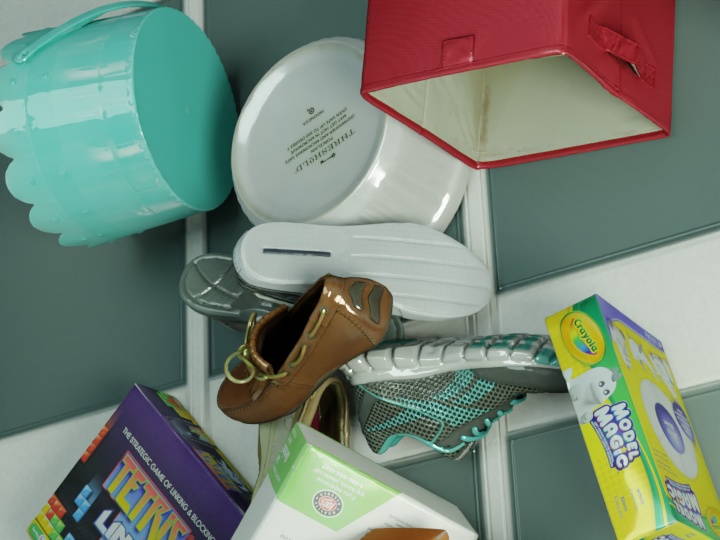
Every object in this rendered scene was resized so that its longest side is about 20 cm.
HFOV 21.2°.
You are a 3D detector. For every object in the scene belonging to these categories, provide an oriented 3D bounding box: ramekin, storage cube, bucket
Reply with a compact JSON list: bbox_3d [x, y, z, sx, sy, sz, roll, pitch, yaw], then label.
[{"bbox_3d":[-0.016,-0.096,1.551,0.202,0.094,0.203,-14,65,33],"label":"ramekin"},{"bbox_3d":[0.120,-0.197,1.437,0.200,0.171,0.180,-7,69,35],"label":"storage cube"},{"bbox_3d":[-0.203,-0.126,1.640,0.135,0.207,0.208,-11,67,24],"label":"bucket"}]

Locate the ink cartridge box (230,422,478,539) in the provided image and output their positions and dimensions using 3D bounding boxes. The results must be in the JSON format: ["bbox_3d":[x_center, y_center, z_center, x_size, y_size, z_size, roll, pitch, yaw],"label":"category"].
[{"bbox_3d":[-0.030,0.235,1.395,0.200,0.145,0.084,-60,10,3],"label":"ink cartridge box"}]

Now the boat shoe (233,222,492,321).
[{"bbox_3d":[0.000,0.000,1.481,0.200,0.071,0.072,10,74,-7],"label":"boat shoe"}]

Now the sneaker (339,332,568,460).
[{"bbox_3d":[0.082,0.095,1.433,0.200,0.078,0.091,-5,96,30],"label":"sneaker"}]

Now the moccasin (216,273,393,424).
[{"bbox_3d":[-0.057,0.059,1.443,0.201,0.078,0.074,-33,40,53],"label":"moccasin"}]

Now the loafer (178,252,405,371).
[{"bbox_3d":[-0.049,0.037,1.552,0.200,0.063,0.072,18,70,22],"label":"loafer"}]

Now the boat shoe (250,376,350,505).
[{"bbox_3d":[-0.040,0.173,1.482,0.066,0.074,0.200,-21,62,36],"label":"boat shoe"}]

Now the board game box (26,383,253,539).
[{"bbox_3d":[-0.168,0.218,1.574,0.165,0.057,0.200,-54,51,10],"label":"board game box"}]

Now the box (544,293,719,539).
[{"bbox_3d":[0.193,0.124,1.295,0.048,0.117,0.200,-27,59,22],"label":"box"}]

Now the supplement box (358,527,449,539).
[{"bbox_3d":[0.038,0.281,1.325,0.069,0.067,0.200,-6,102,33],"label":"supplement box"}]
